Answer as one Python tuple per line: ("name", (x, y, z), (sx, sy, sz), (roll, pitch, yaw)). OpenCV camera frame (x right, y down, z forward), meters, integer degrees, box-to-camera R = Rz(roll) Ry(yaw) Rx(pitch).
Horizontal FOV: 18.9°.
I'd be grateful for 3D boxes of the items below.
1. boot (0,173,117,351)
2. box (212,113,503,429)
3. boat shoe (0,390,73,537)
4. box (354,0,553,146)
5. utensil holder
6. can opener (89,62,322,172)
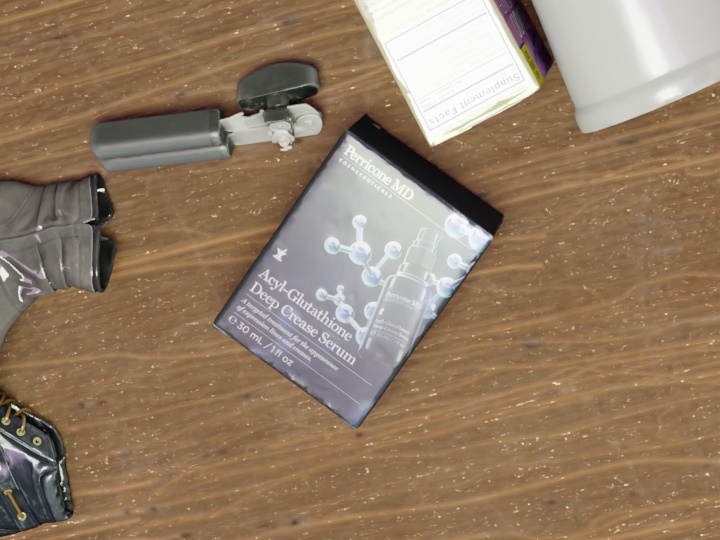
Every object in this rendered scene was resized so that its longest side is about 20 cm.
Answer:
("boot", (-0.274, 0.014, 1.802), (0.131, 0.070, 0.202), (1, 79, 9))
("box", (0.000, 0.000, 1.770), (0.148, 0.107, 0.201), (35, 103, 1))
("boat shoe", (-0.311, 0.131, 1.864), (0.090, 0.071, 0.202), (-13, 104, 6))
("box", (0.060, -0.217, 1.683), (0.096, 0.176, 0.201), (-26, 96, 13))
("utensil holder", (0.210, -0.231, 1.667), (0.169, 0.170, 0.201), (-22, 94, 12))
("can opener", (-0.126, -0.123, 1.801), (0.198, 0.053, 0.067), (-11, 65, 8))
